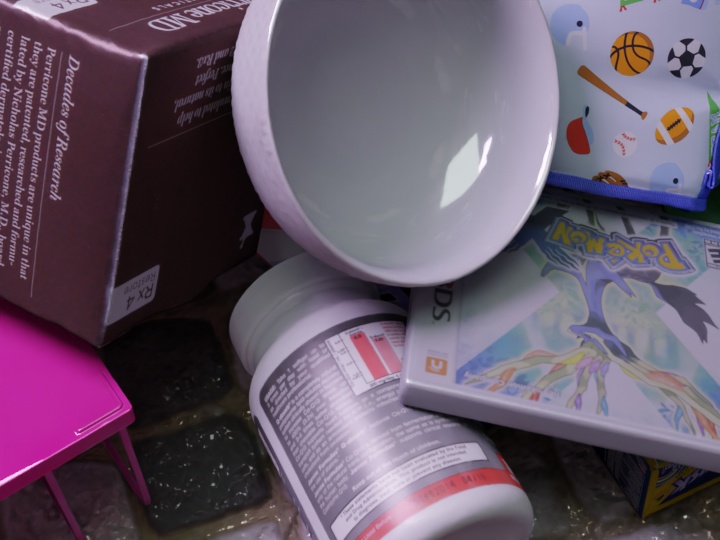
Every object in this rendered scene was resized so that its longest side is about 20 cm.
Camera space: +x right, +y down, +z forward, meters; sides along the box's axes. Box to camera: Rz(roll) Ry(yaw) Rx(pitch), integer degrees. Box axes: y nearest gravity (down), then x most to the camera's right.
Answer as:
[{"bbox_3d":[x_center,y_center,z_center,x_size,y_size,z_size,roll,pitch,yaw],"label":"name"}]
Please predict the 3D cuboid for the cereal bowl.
[{"bbox_3d":[0.011,-0.093,0.718,0.200,0.201,0.083,-44,25,-26],"label":"cereal bowl"}]

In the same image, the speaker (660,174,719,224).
[{"bbox_3d":[0.278,-0.108,0.900,0.088,0.089,0.201,24,58,21],"label":"speaker"}]

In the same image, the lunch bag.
[{"bbox_3d":[0.137,-0.136,0.819,0.198,0.172,0.124,12,11,14],"label":"lunch bag"}]

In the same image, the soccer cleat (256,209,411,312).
[{"bbox_3d":[0.000,0.000,0.864,0.199,0.074,0.068,32,30,7],"label":"soccer cleat"}]

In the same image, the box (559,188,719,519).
[{"bbox_3d":[0.149,0.046,0.808,0.069,0.065,0.201,-22,55,-14],"label":"box"}]

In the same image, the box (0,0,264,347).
[{"bbox_3d":[-0.167,-0.091,0.743,0.198,0.166,0.166,22,27,18],"label":"box"}]

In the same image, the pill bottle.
[{"bbox_3d":[0.004,0.090,0.753,0.115,0.116,0.201,-23,55,-13],"label":"pill bottle"}]

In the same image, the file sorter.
[{"bbox_3d":[-0.237,0.114,0.747,0.199,0.126,0.139,-30,55,-19],"label":"file sorter"}]

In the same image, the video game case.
[{"bbox_3d":[0.127,0.022,0.754,0.198,0.022,0.183,13,45,-3],"label":"video game case"}]
